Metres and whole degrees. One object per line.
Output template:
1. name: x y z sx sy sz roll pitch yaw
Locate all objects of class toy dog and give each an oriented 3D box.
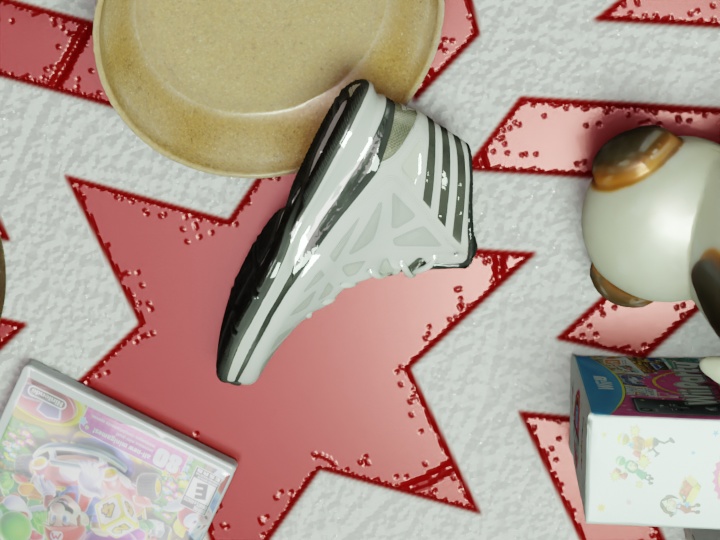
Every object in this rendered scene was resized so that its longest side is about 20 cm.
1. toy dog: 0.213 -0.004 1.095 0.194 0.199 0.140 -40 139 -25

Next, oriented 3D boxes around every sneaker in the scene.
1. sneaker: 0.000 0.000 1.150 0.115 0.076 0.201 25 112 -14

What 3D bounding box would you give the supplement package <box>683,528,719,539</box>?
1. supplement package: 0.296 0.192 1.142 0.198 0.121 0.121 -11 99 5

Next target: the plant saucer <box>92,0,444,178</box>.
1. plant saucer: -0.053 -0.144 1.114 0.198 0.036 0.202 -8 129 -11

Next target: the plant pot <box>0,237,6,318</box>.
1. plant pot: -0.310 0.018 1.104 0.185 0.200 0.189 0 100 3

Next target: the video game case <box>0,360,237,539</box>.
1. video game case: -0.180 0.175 1.215 0.142 0.018 0.201 26 100 -2

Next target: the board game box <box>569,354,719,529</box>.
1. board game box: 0.220 0.095 1.117 0.198 0.148 0.065 1 100 2
